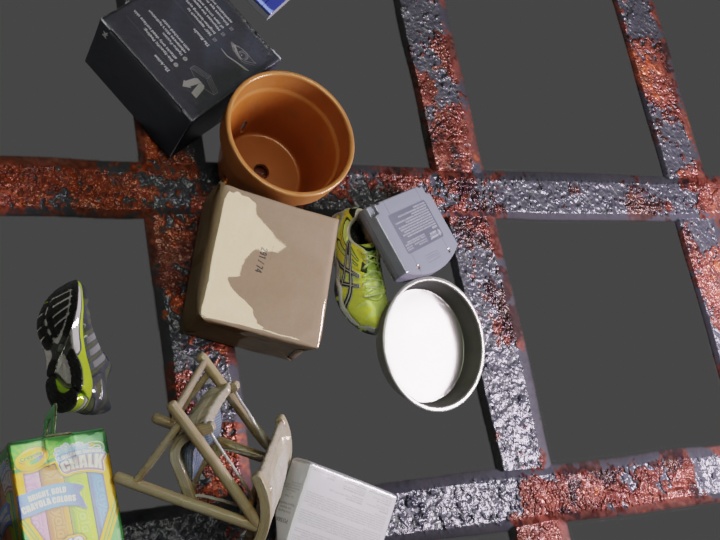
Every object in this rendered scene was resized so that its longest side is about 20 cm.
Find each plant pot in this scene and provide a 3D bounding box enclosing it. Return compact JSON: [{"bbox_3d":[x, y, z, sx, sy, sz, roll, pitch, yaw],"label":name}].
[{"bbox_3d":[-0.125,-0.173,1.744,0.198,0.140,0.202,10,65,-22],"label":"plant pot"}]

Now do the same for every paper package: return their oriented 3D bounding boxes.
[{"bbox_3d":[-0.141,0.005,1.665,0.189,0.103,0.202,16,70,-20],"label":"paper package"}]

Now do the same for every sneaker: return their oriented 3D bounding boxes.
[{"bbox_3d":[-0.370,0.105,1.547,0.081,0.073,0.202,41,32,-53],"label":"sneaker"},{"bbox_3d":[0.000,0.000,1.769,0.075,0.076,0.202,-13,76,-32],"label":"sneaker"}]

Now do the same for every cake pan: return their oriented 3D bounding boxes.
[{"bbox_3d":[0.102,0.111,1.767,0.199,0.037,0.203,7,77,-35],"label":"cake pan"}]

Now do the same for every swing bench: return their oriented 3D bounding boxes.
[{"bbox_3d":[-0.175,0.237,1.490,0.199,0.130,0.199,37,14,-6],"label":"swing bench"}]

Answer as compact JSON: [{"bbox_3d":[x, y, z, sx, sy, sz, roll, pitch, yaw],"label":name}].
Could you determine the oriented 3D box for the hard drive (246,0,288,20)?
[{"bbox_3d":[-0.185,-0.519,1.934,0.200,0.025,0.132,43,57,-4],"label":"hard drive"}]

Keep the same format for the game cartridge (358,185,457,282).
[{"bbox_3d":[0.078,-0.053,1.808,0.134,0.040,0.200,58,30,4],"label":"game cartridge"}]

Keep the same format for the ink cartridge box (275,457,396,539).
[{"bbox_3d":[-0.049,0.372,1.586,0.162,0.057,0.202,27,78,-34],"label":"ink cartridge box"}]

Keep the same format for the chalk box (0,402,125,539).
[{"bbox_3d":[-0.373,0.267,1.436,0.123,0.124,0.202,-6,70,-29],"label":"chalk box"}]

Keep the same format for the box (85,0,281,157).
[{"bbox_3d":[-0.263,-0.313,1.749,0.197,0.117,0.200,48,55,1],"label":"box"}]
